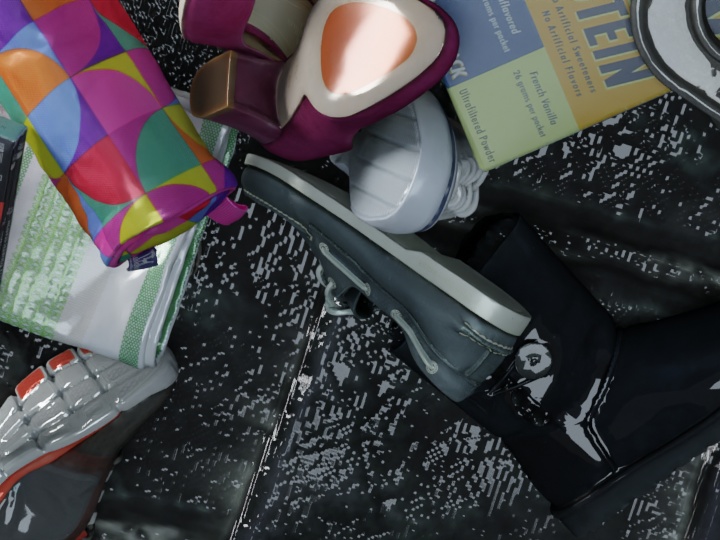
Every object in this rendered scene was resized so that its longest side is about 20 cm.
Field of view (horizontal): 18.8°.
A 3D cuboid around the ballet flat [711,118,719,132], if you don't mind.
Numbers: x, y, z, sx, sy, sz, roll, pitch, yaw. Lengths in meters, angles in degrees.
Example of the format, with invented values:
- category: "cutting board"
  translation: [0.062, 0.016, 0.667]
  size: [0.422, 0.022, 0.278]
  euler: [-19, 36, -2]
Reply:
- category: "ballet flat"
  translation: [0.249, -0.052, 1.182]
  size: [0.067, 0.064, 0.201]
  euler: [-32, 98, 8]

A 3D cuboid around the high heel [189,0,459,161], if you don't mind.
- category: "high heel"
  translation: [0.006, -0.092, 1.058]
  size: [0.096, 0.200, 0.068]
  euler: [13, 82, -35]

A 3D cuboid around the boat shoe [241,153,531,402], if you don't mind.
- category: "boat shoe"
  translation: [0.000, 0.000, 1.162]
  size: [0.200, 0.073, 0.062]
  euler: [34, 99, 32]

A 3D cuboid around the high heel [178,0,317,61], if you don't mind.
- category: "high heel"
  translation: [-0.036, -0.131, 1.113]
  size: [0.095, 0.200, 0.068]
  euler: [12, 80, 5]

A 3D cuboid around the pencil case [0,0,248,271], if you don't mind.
- category: "pencil case"
  translation: [-0.143, -0.096, 1.118]
  size: [0.088, 0.088, 0.201]
  euler: [-33, 87, 9]

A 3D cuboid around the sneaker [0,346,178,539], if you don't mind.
- category: "sneaker"
  translation: [-0.173, 0.115, 1.244]
  size: [0.200, 0.077, 0.082]
  euler: [-37, 124, 10]

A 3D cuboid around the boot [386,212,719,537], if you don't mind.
- category: "boot"
  translation: [0.133, 0.030, 1.196]
  size: [0.200, 0.076, 0.168]
  euler: [-40, 101, 15]

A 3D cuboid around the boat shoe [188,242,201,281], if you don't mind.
- category: "boat shoe"
  translation: [-0.190, -0.013, 1.210]
  size: [0.199, 0.063, 0.073]
  euler: [2, 101, 2]

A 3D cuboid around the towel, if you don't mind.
- category: "towel"
  translation: [-0.179, -0.047, 1.169]
  size: [0.199, 0.031, 0.150]
  euler: [19, 88, 4]

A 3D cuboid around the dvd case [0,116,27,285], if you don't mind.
- category: "dvd case"
  translation: [-0.257, -0.015, 1.149]
  size: [0.145, 0.022, 0.201]
  euler: [20, 124, 6]

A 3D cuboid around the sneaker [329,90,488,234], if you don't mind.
- category: "sneaker"
  translation: [0.034, -0.057, 1.125]
  size: [0.070, 0.200, 0.073]
  euler: [21, 101, -12]

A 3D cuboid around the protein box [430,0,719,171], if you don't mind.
- category: "protein box"
  translation: [0.124, -0.163, 1.097]
  size: [0.199, 0.199, 0.136]
  euler: [-23, 100, 6]

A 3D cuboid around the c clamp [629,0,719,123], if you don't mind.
- category: "c clamp"
  translation: [0.215, -0.131, 0.986]
  size: [0.200, 0.027, 0.171]
  euler: [39, 101, -8]
